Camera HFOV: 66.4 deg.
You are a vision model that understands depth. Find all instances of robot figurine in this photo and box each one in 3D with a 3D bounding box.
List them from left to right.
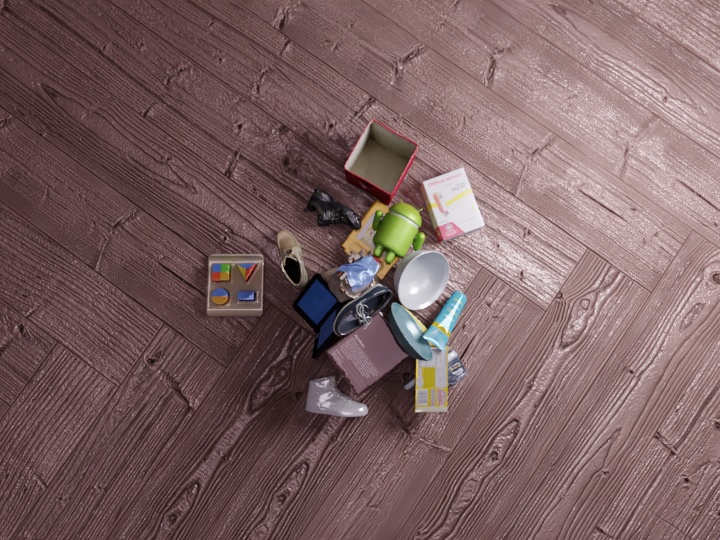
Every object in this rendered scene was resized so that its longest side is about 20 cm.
[{"bbox_3d":[0.113,-0.121,1.713,0.174,0.116,0.201,28,87,11],"label":"robot figurine"}]

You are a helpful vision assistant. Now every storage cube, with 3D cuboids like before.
[{"bbox_3d":[0.061,-0.332,1.728,0.170,0.180,0.201,29,87,2],"label":"storage cube"}]

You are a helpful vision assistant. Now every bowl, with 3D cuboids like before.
[{"bbox_3d":[0.176,0.015,1.726,0.200,0.090,0.203,-16,123,-26],"label":"bowl"}]

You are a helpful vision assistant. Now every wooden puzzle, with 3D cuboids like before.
[{"bbox_3d":[-0.404,0.047,1.767,0.183,0.046,0.202,0,86,0],"label":"wooden puzzle"}]

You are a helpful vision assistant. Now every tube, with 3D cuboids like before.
[{"bbox_3d":[0.268,0.153,1.713,0.077,0.050,0.201,33,60,3],"label":"tube"}]

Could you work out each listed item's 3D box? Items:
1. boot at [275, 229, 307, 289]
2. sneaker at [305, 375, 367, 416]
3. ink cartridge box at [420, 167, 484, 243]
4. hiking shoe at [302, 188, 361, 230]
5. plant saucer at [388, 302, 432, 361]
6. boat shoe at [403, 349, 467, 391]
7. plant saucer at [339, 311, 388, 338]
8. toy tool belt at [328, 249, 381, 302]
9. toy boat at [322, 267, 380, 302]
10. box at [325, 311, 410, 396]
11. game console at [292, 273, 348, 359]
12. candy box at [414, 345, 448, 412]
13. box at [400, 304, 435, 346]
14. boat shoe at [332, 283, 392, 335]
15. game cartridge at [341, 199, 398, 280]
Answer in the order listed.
[{"bbox_3d":[-0.220,-0.042,1.718,0.071,0.155,0.202,-19,86,-1],"label":"boot"},{"bbox_3d":[-0.071,0.391,1.727,0.198,0.074,0.117,6,89,2],"label":"sneaker"},{"bbox_3d":[0.291,-0.208,1.765,0.144,0.083,0.202,-19,86,-1],"label":"ink cartridge box"},{"bbox_3d":[-0.088,-0.174,1.774,0.199,0.076,0.101,36,95,16],"label":"hiking shoe"},{"bbox_3d":[0.140,0.187,1.615,0.036,0.200,0.201,-36,86,15],"label":"plant saucer"},{"bbox_3d":[0.238,0.341,1.730,0.199,0.071,0.091,-33,85,-3],"label":"boat shoe"},{"bbox_3d":[0.032,0.226,1.760,0.198,0.032,0.203,0,87,0],"label":"plant saucer"},{"bbox_3d":[0.000,0.000,1.620,0.199,0.123,0.125,-36,74,-32],"label":"toy tool belt"},{"bbox_3d":[-0.036,0.073,1.741,0.198,0.131,0.132,12,115,1],"label":"toy boat"},{"bbox_3d":[0.021,0.245,1.659,0.199,0.166,0.165,-36,86,-2],"label":"box"},{"bbox_3d":[-0.134,0.142,1.675,0.118,0.200,0.173,23,45,-17],"label":"game console"},{"bbox_3d":[0.216,0.332,1.685,0.101,0.026,0.202,1,90,-7],"label":"candy box"},{"bbox_3d":[0.183,0.194,1.741,0.050,0.075,0.200,-44,88,-3],"label":"box"},{"bbox_3d":[0.009,0.117,1.566,0.199,0.062,0.075,-36,115,-17],"label":"boat shoe"},{"bbox_3d":[0.061,-0.099,1.784,0.176,0.032,0.201,37,85,3],"label":"game cartridge"}]
